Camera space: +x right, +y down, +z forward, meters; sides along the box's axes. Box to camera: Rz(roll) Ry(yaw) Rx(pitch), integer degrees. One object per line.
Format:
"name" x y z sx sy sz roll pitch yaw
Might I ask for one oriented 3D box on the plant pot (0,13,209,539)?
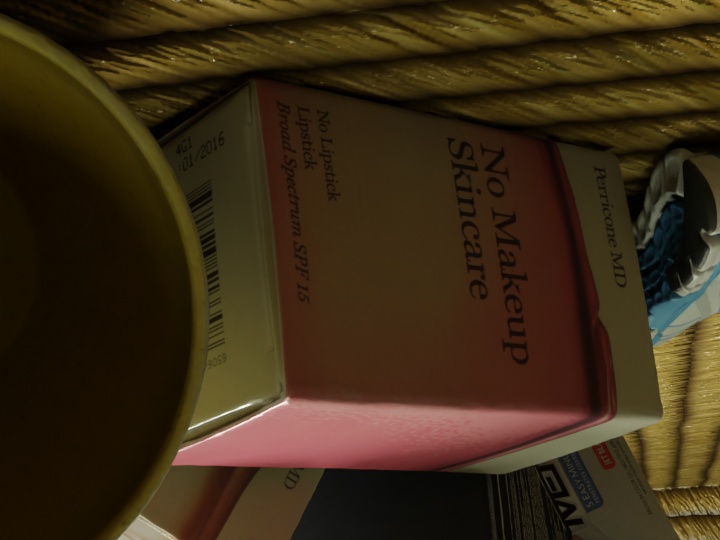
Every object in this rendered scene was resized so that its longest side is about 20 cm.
"plant pot" -0.160 0.006 0.526 0.200 0.200 0.142 0 -171 -13

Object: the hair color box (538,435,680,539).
"hair color box" 0.089 0.177 0.970 0.200 0.111 0.064 -25 154 -3

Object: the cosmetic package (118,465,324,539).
"cosmetic package" -0.117 0.052 0.675 0.200 0.103 0.087 34 153 -16

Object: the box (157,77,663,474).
"box" 0.013 0.011 0.642 0.200 0.128 0.109 6 158 -38

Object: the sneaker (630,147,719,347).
"sneaker" 0.172 -0.006 0.753 0.087 0.075 0.200 -7 168 -9

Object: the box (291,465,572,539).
"box" 0.039 0.172 0.796 0.123 0.200 0.198 -15 133 13
